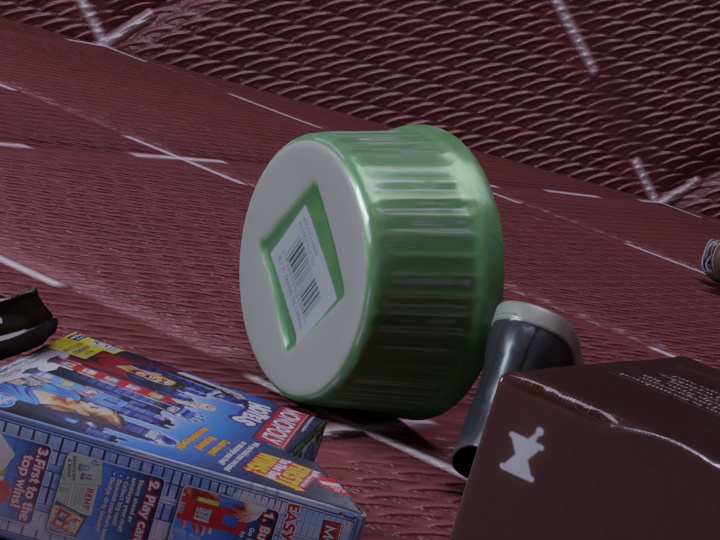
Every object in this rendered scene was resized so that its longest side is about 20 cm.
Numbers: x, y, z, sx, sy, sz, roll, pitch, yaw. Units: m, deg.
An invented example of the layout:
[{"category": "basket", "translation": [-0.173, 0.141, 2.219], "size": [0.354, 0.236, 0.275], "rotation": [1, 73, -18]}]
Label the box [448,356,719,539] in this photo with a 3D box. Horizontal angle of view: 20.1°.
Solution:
[{"category": "box", "translation": [0.147, 0.143, 0.874], "size": [0.165, 0.165, 0.200], "rotation": [23, 12, 29]}]

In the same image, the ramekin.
[{"category": "ramekin", "translation": [0.000, 0.000, 1.356], "size": [0.097, 0.201, 0.200], "rotation": [1, 17, -32]}]

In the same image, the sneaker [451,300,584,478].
[{"category": "sneaker", "translation": [0.107, 0.109, 1.319], "size": [0.074, 0.107, 0.200], "rotation": [14, -22, 27]}]

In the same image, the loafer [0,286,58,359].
[{"category": "loafer", "translation": [-0.251, 0.016, 1.020], "size": [0.199, 0.072, 0.073], "rotation": [-1, -5, -20]}]

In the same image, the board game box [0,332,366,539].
[{"category": "board game box", "translation": [-0.089, 0.103, 1.000], "size": [0.199, 0.062, 0.200], "rotation": [20, 10, 8]}]

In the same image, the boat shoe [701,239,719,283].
[{"category": "boat shoe", "translation": [0.479, -0.006, 2.621], "size": [0.072, 0.073, 0.200], "rotation": [17, -2, 27]}]
